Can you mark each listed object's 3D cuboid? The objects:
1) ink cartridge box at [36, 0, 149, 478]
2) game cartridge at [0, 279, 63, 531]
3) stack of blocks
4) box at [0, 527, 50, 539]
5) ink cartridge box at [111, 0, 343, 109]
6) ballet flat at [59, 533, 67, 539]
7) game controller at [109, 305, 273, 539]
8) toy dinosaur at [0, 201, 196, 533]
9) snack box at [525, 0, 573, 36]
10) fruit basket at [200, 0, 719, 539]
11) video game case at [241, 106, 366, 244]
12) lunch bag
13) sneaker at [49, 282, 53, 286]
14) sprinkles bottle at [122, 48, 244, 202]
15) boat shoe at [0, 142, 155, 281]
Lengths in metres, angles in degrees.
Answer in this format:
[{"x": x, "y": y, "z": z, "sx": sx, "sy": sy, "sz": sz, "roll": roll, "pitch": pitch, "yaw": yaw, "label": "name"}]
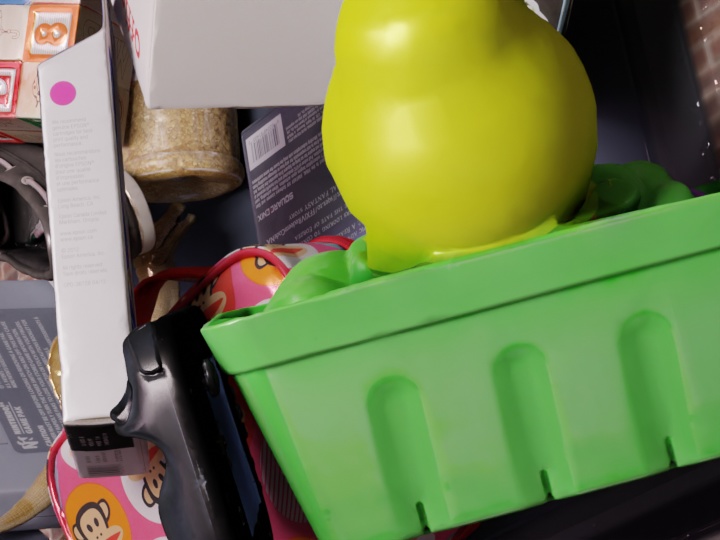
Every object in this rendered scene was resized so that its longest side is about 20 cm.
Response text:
[{"x": -0.113, "y": -0.020, "z": 0.898, "sx": 0.095, "sy": 0.037, "sz": 0.200, "roll": 98, "pitch": 168, "yaw": -71, "label": "ink cartridge box"}, {"x": -0.182, "y": 0.070, "z": 1.136, "sx": 0.200, "sy": 0.133, "sz": 0.041, "roll": 53, "pitch": 132, "yaw": 49, "label": "game cartridge"}, {"x": -0.170, "y": -0.168, "z": 1.074, "sx": 0.115, "sy": 0.059, "sz": 0.200, "roll": 4, "pitch": 82, "yaw": 24, "label": "stack of blocks"}, {"x": -0.210, "y": 0.260, "z": 1.054, "sx": 0.124, "sy": 0.196, "sz": 0.200, "roll": 30, "pitch": 137, "yaw": 54, "label": "box"}, {"x": -0.027, "y": -0.188, "z": 0.886, "sx": 0.147, "sy": 0.144, "sz": 0.200, "roll": -112, "pitch": 25, "yaw": -49, "label": "ink cartridge box"}, {"x": -0.102, "y": 0.168, "z": 1.085, "sx": 0.200, "sy": 0.070, "sz": 0.065, "roll": 23, "pitch": 89, "yaw": 50, "label": "ballet flat"}, {"x": -0.055, "y": 0.066, "z": 0.787, "sx": 0.104, "sy": 0.042, "sz": 0.200, "roll": 64, "pitch": 180, "yaw": -1, "label": "game controller"}, {"x": -0.115, "y": 0.068, "z": 1.067, "sx": 0.200, "sy": 0.101, "sz": 0.058, "roll": -64, "pitch": 0, "yaw": -21, "label": "toy dinosaur"}, {"x": 0.077, "y": -0.162, "z": 0.832, "sx": 0.116, "sy": 0.037, "sz": 0.200, "roll": -58, "pitch": -20, "yaw": -78, "label": "snack box"}, {"x": 0.039, "y": -0.017, "z": 0.751, "sx": 0.156, "sy": 0.215, "sz": 0.216, "roll": -140, "pitch": 55, "yaw": -88, "label": "fruit basket"}, {"x": 0.000, "y": 0.000, "z": 0.994, "sx": 0.143, "sy": 0.019, "sz": 0.200, "roll": -32, "pitch": 63, "yaw": 49, "label": "video game case"}, {"x": -0.053, "y": 0.081, "z": 0.941, "sx": 0.200, "sy": 0.082, "sz": 0.176, "roll": -43, "pitch": 71, "yaw": 34, "label": "lunch bag"}, {"x": -0.151, "y": -0.071, "z": 1.165, "sx": 0.071, "sy": 0.073, "sz": 0.200, "roll": 42, "pitch": 142, "yaw": 33, "label": "sneaker"}, {"x": -0.100, "y": -0.138, "z": 1.109, "sx": 0.068, "sy": 0.068, "sz": 0.200, "roll": -21, "pitch": 70, "yaw": 52, "label": "sprinkles bottle"}, {"x": -0.177, "y": -0.033, "z": 1.101, "sx": 0.200, "sy": 0.057, "sz": 0.067, "roll": 11, "pitch": 119, "yaw": 55, "label": "boat shoe"}]
